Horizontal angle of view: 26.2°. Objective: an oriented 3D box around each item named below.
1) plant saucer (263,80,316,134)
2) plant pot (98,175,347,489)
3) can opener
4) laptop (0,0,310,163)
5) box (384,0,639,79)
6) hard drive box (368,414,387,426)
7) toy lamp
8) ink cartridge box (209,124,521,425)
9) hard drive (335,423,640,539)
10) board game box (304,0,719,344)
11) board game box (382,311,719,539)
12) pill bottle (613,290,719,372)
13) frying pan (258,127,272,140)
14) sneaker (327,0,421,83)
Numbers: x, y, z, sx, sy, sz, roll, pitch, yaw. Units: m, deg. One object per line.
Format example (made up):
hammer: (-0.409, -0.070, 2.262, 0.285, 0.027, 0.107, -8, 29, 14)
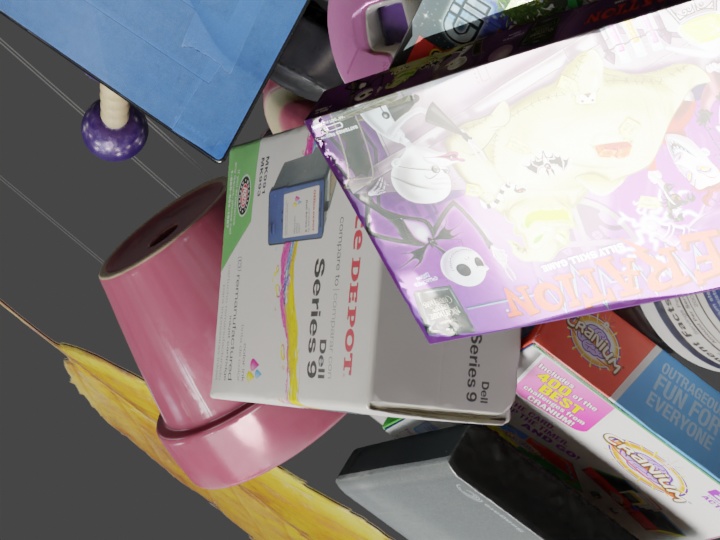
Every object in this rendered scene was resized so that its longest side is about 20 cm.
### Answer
plant saucer: (0.018, -0.078, 0.916, 0.199, 0.051, 0.201, 30, 161, 11)
plant pot: (-0.101, 0.037, 1.199, 0.180, 0.200, 0.199, 55, 154, -17)
can opener: (-0.060, -0.166, 0.815, 0.199, 0.079, 0.064, 38, 157, 25)
laptop: (-0.110, -0.185, 0.733, 0.186, 0.116, 0.200, 34, 162, 11)
box: (0.106, -0.115, 0.575, 0.136, 0.038, 0.201, 31, 134, 3)
hard drive box: (0.082, 0.076, 0.973, 0.199, 0.077, 0.156, 38, 156, -11)
toy lamp: (-0.171, -0.133, 1.069, 0.058, 0.059, 0.200, 32, 160, 0)
ink cartridge box: (0.000, 0.000, 0.800, 0.086, 0.148, 0.199, 7, 175, -28)
hard drive: (0.074, 0.140, 0.853, 0.139, 0.033, 0.200, 37, 162, -8)
board game box: (0.086, -0.039, 0.602, 0.198, 0.032, 0.121, -14, 123, 35)
board game box: (0.115, 0.092, 0.823, 0.152, 0.041, 0.200, 37, 154, -7)
pill bottle: (0.193, -0.011, 0.709, 0.111, 0.112, 0.200, 37, 161, -14)
frying pan: (-0.037, -0.022, 0.979, 0.031, 0.191, 0.116, -22, 116, 26)
sneaker: (0.086, -0.123, 0.677, 0.198, 0.088, 0.082, -4, 102, 31)
